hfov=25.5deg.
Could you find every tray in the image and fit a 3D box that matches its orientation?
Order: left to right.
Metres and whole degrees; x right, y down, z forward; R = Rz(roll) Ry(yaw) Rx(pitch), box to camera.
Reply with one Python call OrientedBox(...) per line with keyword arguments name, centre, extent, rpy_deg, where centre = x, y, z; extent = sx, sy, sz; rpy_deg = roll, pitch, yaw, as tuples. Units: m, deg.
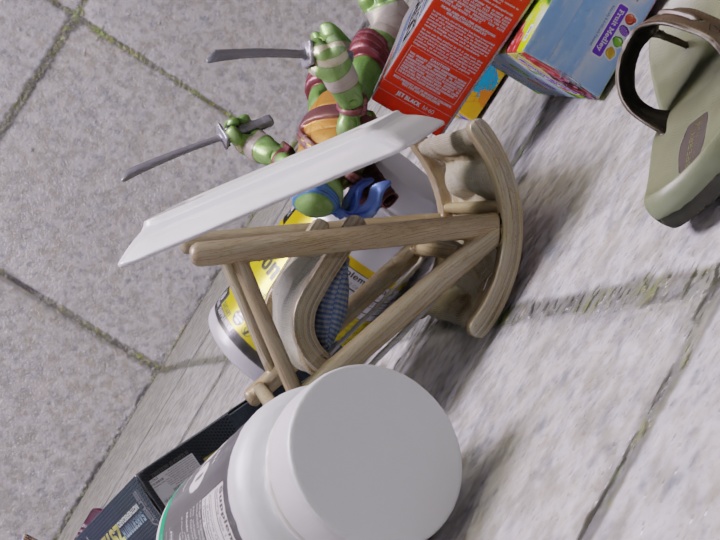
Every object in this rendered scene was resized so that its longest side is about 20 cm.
OrientedBox(name="tray", centre=(-0.051, -0.055, 0.976), extent=(0.199, 0.022, 0.107), rpy_deg=(-22, 7, 19))

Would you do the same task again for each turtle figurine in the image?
OrientedBox(name="turtle figurine", centre=(-0.047, -0.141, 1.177), extent=(0.144, 0.199, 0.194), rpy_deg=(102, -171, -46))

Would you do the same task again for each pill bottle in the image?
OrientedBox(name="pill bottle", centre=(-0.030, 0.129, 0.853), extent=(0.200, 0.113, 0.113), rpy_deg=(-45, 16, 55))
OrientedBox(name="pill bottle", centre=(-0.023, -0.003, 1.272), extent=(0.200, 0.111, 0.111), rpy_deg=(-50, 10, 15))

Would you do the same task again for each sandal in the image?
OrientedBox(name="sandal", centre=(0.157, -0.097, 0.771), extent=(0.080, 0.057, 0.201), rpy_deg=(-53, 10, 32))

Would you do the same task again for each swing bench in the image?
OrientedBox(name="swing bench", centre=(0.000, 0.000, 1.022), extent=(0.199, 0.130, 0.199), rpy_deg=(-24, 5, -6))

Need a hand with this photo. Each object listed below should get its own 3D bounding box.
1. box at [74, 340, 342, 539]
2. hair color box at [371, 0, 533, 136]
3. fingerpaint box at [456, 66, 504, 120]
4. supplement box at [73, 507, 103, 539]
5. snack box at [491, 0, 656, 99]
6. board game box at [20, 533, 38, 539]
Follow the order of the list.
OrientedBox(name="box", centre=(-0.102, 0.144, 1.169), extent=(0.200, 0.051, 0.158), rpy_deg=(-32, -8, -36))
OrientedBox(name="hair color box", centre=(0.085, -0.203, 1.101), extent=(0.200, 0.064, 0.111), rpy_deg=(-54, 10, 42))
OrientedBox(name="fingerpaint box", centre=(0.106, -0.229, 1.486), extent=(0.167, 0.073, 0.200), rpy_deg=(-57, 8, 4))
OrientedBox(name="supplement box", centre=(-0.224, 0.311, 1.320), extent=(0.200, 0.110, 0.086), rpy_deg=(-60, 9, -14))
OrientedBox(name="snack box", centre=(0.162, -0.208, 1.109), extent=(0.169, 0.068, 0.200), rpy_deg=(-59, 9, 4))
OrientedBox(name="board game box", centre=(-0.234, 0.325, 1.162), extent=(0.200, 0.159, 0.097), rpy_deg=(-57, 8, -3))
